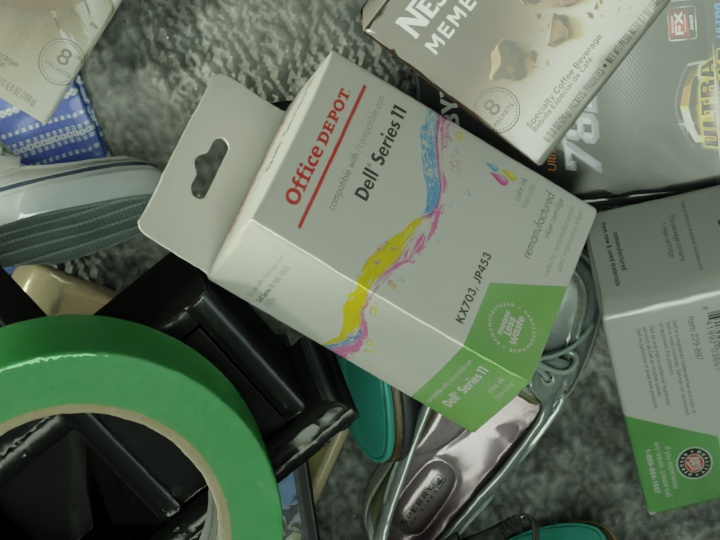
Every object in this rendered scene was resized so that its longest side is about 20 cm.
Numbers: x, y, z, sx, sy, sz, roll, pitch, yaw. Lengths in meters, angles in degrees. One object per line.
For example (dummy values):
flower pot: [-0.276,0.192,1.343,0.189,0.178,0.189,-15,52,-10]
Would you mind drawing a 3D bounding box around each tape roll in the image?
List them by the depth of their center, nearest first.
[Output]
tape roll: [-0.138,0.121,1.306,0.199,0.048,0.201,-4,112,-9]

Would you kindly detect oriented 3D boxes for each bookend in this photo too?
bookend: [-0.142,0.050,1.354,0.200,0.092,0.199,-38,113,6]

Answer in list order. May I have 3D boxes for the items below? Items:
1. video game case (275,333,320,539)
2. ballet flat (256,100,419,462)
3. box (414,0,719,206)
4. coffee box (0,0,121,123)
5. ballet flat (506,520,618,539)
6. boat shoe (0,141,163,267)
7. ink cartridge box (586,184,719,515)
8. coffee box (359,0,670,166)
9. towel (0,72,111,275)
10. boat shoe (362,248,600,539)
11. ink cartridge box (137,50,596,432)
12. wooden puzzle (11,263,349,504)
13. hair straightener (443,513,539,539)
video game case: [-0.123,0.136,1.454,0.199,0.026,0.182,-10,110,-4]
ballet flat: [0.000,0.000,1.434,0.073,0.073,0.201,-22,99,7]
box: [0.123,-0.134,1.405,0.197,0.050,0.201,-5,105,1]
coffee box: [-0.152,-0.188,1.356,0.114,0.080,0.201,31,91,-9]
ballet flat: [0.059,0.200,1.498,0.199,0.069,0.063,-26,131,10]
boat shoe: [-0.199,-0.038,1.405,0.199,0.074,0.067,-13,69,-6]
ink cartridge box: [0.227,0.028,1.405,0.199,0.088,0.146,-13,128,6]
coffee box: [0.102,-0.166,1.330,0.113,0.080,0.200,37,101,-9]
towel: [-0.216,-0.088,1.434,0.144,0.024,0.201,-18,104,6]
boat shoe: [0.066,0.075,1.453,0.074,0.065,0.202,33,104,-8]
ink cartridge box: [0.004,-0.024,1.349,0.199,0.117,0.067,30,146,-9]
wooden puzzle: [-0.125,0.111,1.474,0.199,0.037,0.186,22,105,-10]
hair straightener: [0.016,0.189,1.446,0.200,0.041,0.077,-33,121,15]
